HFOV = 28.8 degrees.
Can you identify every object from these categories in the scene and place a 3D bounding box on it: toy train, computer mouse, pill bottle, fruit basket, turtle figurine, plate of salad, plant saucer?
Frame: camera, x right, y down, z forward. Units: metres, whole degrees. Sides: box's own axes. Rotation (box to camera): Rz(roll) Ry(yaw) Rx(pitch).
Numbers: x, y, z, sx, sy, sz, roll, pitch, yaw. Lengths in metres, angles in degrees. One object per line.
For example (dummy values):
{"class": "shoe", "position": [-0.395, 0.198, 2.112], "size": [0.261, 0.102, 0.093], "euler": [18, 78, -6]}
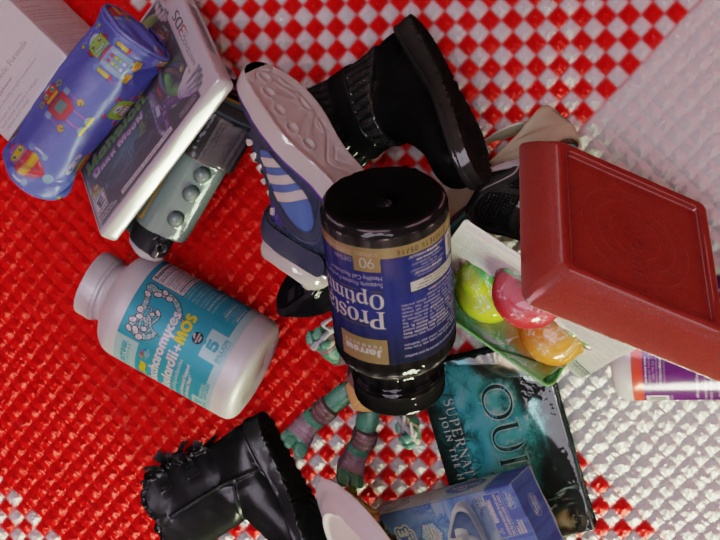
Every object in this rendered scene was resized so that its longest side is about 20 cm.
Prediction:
{"class": "toy train", "position": [-0.175, -0.105, 1.374], "size": [0.084, 0.114, 0.201], "euler": [23, 112, -31]}
{"class": "computer mouse", "position": [0.000, 0.000, 1.354], "size": [0.200, 0.141, 0.046], "euler": [-43, 116, 16]}
{"class": "pill bottle", "position": [0.329, 0.061, 1.283], "size": [0.197, 0.112, 0.114], "euler": [-2, 101, 15]}
{"class": "fruit basket", "position": [0.153, 0.024, 1.261], "size": [0.184, 0.200, 0.094], "euler": [34, 71, 2]}
{"class": "turtle figurine", "position": [0.008, 0.119, 1.389], "size": [0.149, 0.100, 0.201], "euler": [41, 122, 13]}
{"class": "plate of salad", "position": [0.022, 0.286, 1.383], "size": [0.048, 0.200, 0.202], "euler": [-32, 92, -21]}
{"class": "pill bottle", "position": [0.028, 0.022, 1.222], "size": [0.110, 0.112, 0.202], "euler": [3, 124, 14]}
{"class": "pill bottle", "position": [-0.189, 0.058, 1.422], "size": [0.198, 0.111, 0.112], "euler": [27, 107, 8]}
{"class": "plant saucer", "position": [0.231, -0.021, 1.206], "size": [0.198, 0.201, 0.037], "euler": [22, 133, -15]}

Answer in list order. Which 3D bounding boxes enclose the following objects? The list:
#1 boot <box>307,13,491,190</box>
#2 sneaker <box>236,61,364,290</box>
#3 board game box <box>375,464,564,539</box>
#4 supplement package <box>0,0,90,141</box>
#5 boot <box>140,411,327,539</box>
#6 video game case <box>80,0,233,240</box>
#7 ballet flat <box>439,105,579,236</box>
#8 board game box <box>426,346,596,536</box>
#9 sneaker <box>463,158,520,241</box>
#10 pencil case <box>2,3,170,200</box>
{"class": "boot", "position": [0.026, -0.123, 1.308], "size": [0.157, 0.079, 0.213], "euler": [-34, 49, 16]}
{"class": "sneaker", "position": [-0.075, -0.075, 1.309], "size": [0.201, 0.080, 0.146], "euler": [50, 129, 6]}
{"class": "board game box", "position": [0.124, 0.309, 1.389], "size": [0.198, 0.043, 0.202], "euler": [-22, 95, 42]}
{"class": "supplement package", "position": [-0.368, -0.243, 1.405], "size": [0.200, 0.109, 0.114], "euler": [43, 108, 4]}
{"class": "boot", "position": [-0.132, 0.259, 1.469], "size": [0.161, 0.073, 0.200], "euler": [-28, 86, 16]}
{"class": "video game case", "position": [-0.210, -0.159, 1.362], "size": [0.200, 0.023, 0.183], "euler": [-49, 42, 22]}
{"class": "ballet flat", "position": [0.120, -0.086, 1.341], "size": [0.199, 0.069, 0.070], "euler": [-37, 91, 17]}
{"class": "board game box", "position": [0.145, 0.175, 1.400], "size": [0.133, 0.028, 0.203], "euler": [-15, 97, 18]}
{"class": "sneaker", "position": [0.195, -0.041, 1.275], "size": [0.197, 0.087, 0.081], "euler": [10, 120, -8]}
{"class": "pencil case", "position": [-0.263, -0.158, 1.341], "size": [0.078, 0.087, 0.200], "euler": [47, 111, 18]}
